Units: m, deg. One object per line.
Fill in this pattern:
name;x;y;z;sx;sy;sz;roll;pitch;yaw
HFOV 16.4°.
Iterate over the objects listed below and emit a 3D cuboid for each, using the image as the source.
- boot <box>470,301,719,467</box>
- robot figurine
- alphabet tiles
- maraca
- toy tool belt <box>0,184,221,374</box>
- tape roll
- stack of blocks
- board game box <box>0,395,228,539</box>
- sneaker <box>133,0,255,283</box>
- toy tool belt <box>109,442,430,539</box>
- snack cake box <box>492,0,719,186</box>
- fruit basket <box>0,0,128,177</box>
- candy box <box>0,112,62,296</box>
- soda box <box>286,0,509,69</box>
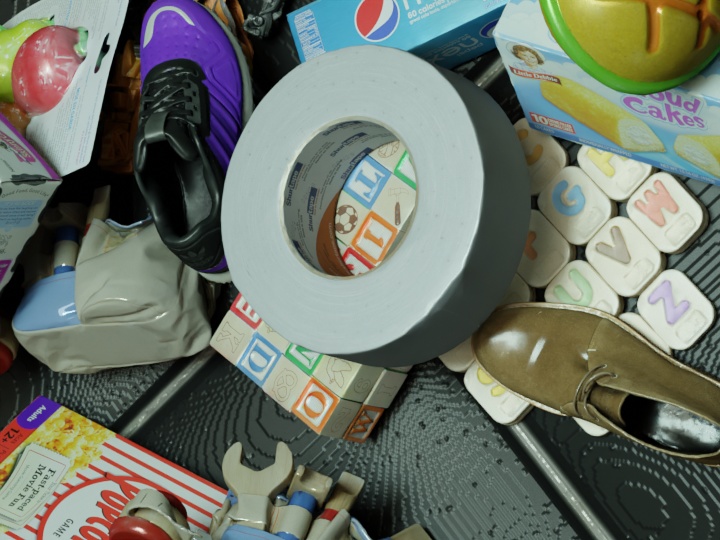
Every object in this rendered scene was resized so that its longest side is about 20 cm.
boot;0.154;0.070;1.588;0.199;0.075;0.074;21;100;22
robot figurine;-0.124;-0.165;1.765;0.144;0.058;0.202;6;87;24
alphabet tiles;0.132;0.003;1.648;0.200;0.015;0.196;-47;67;15
maraca;0.178;-0.194;1.482;0.200;0.137;0.107;-55;20;-26
toy tool belt;-0.192;0.005;1.762;0.199;0.125;0.124;-8;55;25
tape roll;0.008;-0.041;1.607;0.199;0.066;0.202;-7;77;32
stack of blocks;0.000;0.000;1.679;0.115;0.058;0.201;36;101;32
board game box;-0.190;0.184;1.717;0.199;0.152;0.046;24;140;25
sneaker;-0.117;-0.096;1.667;0.069;0.099;0.201;-18;76;21
toy tool belt;-0.053;0.177;1.636;0.199;0.123;0.125;29;142;0
snack cake box;0.193;-0.119;1.569;0.199;0.115;0.067;19;70;27
fruit basket;-0.228;-0.119;1.757;0.199;0.094;0.186;-18;51;39
candy box;-0.300;-0.024;1.695;0.136;0.061;0.201;46;119;27
soda box;0.055;-0.177;1.674;0.199;0.068;0.065;-23;73;22
